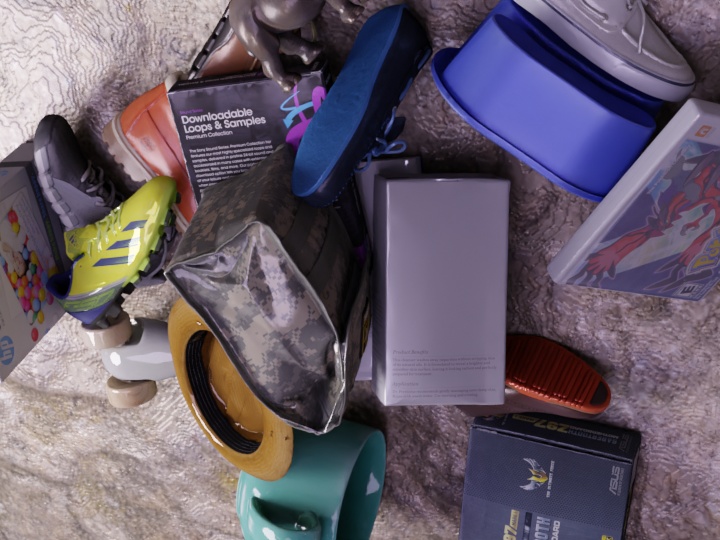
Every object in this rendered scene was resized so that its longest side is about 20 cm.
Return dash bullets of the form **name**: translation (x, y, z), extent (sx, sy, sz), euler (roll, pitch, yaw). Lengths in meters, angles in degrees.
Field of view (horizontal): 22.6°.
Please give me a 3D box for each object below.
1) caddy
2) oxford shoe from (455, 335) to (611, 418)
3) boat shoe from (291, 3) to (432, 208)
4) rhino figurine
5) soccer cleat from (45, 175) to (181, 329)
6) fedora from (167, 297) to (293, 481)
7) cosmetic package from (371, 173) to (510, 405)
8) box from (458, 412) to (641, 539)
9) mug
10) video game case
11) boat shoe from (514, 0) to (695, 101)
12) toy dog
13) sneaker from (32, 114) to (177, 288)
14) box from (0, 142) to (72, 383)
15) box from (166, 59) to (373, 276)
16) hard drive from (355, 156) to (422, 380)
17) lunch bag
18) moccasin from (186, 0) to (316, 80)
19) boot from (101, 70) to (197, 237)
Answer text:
- **caddy**: translation (0.153, -0.136, 1.484), extent (0.200, 0.141, 0.105), euler (35, 118, -1)
- **oxford shoe**: translation (0.136, 0.103, 1.672), extent (0.200, 0.071, 0.073), euler (18, 131, 19)
- **boat shoe**: translation (0.013, -0.131, 1.508), extent (0.069, 0.200, 0.084), euler (41, 158, -31)
- **rhino figurine**: translation (-0.030, -0.242, 1.463), extent (0.087, 0.060, 0.200), euler (39, 118, -11)
- **soccer cleat**: translation (-0.230, -0.022, 1.646), extent (0.084, 0.065, 0.200), euler (33, 132, -7)
- **fedora**: translation (-0.097, 0.096, 1.648), extent (0.201, 0.082, 0.201), euler (38, 143, 36)
- **cosmetic package**: translation (0.068, 0.015, 1.574), extent (0.113, 0.081, 0.200), euler (1, 95, -9)
- **box**: translation (0.178, 0.232, 1.731), extent (0.157, 0.051, 0.200), euler (13, 121, 14)
- **mug**: translation (-0.056, 0.209, 1.726), extent (0.114, 0.152, 0.185), euler (12, 165, 16)
- **video game case**: translation (0.277, -0.052, 1.486), extent (0.182, 0.023, 0.200), euler (7, 134, -38)
- **boat shoe**: translation (0.202, -0.225, 1.464), extent (0.202, 0.075, 0.086), euler (39, 121, 7)
- **toy dog**: translation (-0.171, 0.067, 1.756), extent (0.200, 0.096, 0.132), euler (8, 118, -2)
- **sneaker**: translation (-0.228, -0.066, 1.704), extent (0.115, 0.075, 0.200), euler (-4, 126, 16)
- **box**: translation (-0.326, -0.011, 1.684), extent (0.041, 0.200, 0.156), euler (-2, 116, 22)
- **box**: translation (-0.077, -0.080, 1.586), extent (0.143, 0.036, 0.200), euler (-6, 117, 14)
- **hard drive**: translation (0.000, 0.000, 1.644), extent (0.132, 0.025, 0.200), euler (-3, 98, 21)
- **lunch bag**: translation (-0.056, 0.021, 1.521), extent (0.117, 0.164, 0.200), euler (-27, 110, 20)
- **moccasin**: translation (-0.078, -0.216, 1.562), extent (0.078, 0.074, 0.201), euler (26, 121, -13)
- **boot**: translation (-0.135, -0.089, 1.653), extent (0.107, 0.075, 0.200), euler (-39, 99, 27)
